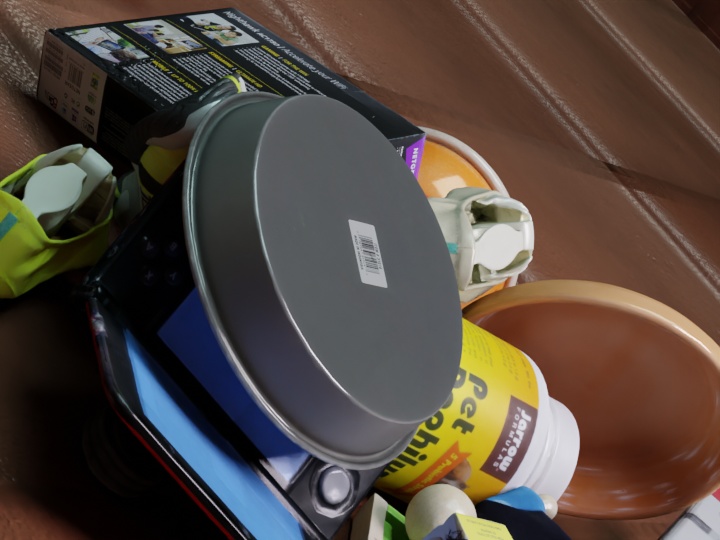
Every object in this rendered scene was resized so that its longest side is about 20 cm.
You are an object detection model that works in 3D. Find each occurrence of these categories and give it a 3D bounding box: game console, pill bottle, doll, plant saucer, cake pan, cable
[{"bbox_3d":[-0.038,0.061,1.265,0.118,0.173,0.200,5,-40,54],"label":"game console"},{"bbox_3d":[0.031,0.074,1.473,0.199,0.109,0.109,28,22,-36],"label":"pill bottle"},{"bbox_3d":[0.108,0.178,1.421,0.199,0.048,0.137,36,28,-19],"label":"doll"},{"bbox_3d":[0.137,0.073,1.562,0.200,0.200,0.038,36,44,-18],"label":"plant saucer"},{"bbox_3d":[-0.012,-0.001,1.293,0.200,0.037,0.201,36,43,-42],"label":"cake pan"},{"bbox_3d":[-0.108,0.069,1.340,0.097,0.050,0.201,53,24,-24],"label":"cable"}]

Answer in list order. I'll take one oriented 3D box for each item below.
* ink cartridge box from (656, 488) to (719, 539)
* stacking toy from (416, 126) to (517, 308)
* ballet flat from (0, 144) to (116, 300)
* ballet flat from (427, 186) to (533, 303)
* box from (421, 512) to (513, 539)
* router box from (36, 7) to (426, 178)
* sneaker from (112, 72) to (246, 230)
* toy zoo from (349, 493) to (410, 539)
[{"bbox_3d":[0.227,0.223,1.584,0.144,0.084,0.200,45,16,8],"label":"ink cartridge box"},{"bbox_3d":[0.000,0.000,1.576,0.146,0.146,0.200,44,29,9],"label":"stacking toy"},{"bbox_3d":[-0.164,-0.033,1.378,0.067,0.067,0.200,39,17,1],"label":"ballet flat"},{"bbox_3d":[0.067,-0.015,1.479,0.069,0.070,0.200,45,16,9],"label":"ballet flat"},{"bbox_3d":[0.075,0.219,1.247,0.050,0.075,0.201,19,34,-51],"label":"box"},{"bbox_3d":[-0.080,-0.093,1.562,0.148,0.051,0.200,-12,35,-39],"label":"router box"},{"bbox_3d":[-0.083,-0.043,1.386,0.077,0.075,0.200,60,-15,11],"label":"sneaker"},{"bbox_3d":[0.073,0.212,1.384,0.200,0.020,0.131,39,17,-10],"label":"toy zoo"}]
